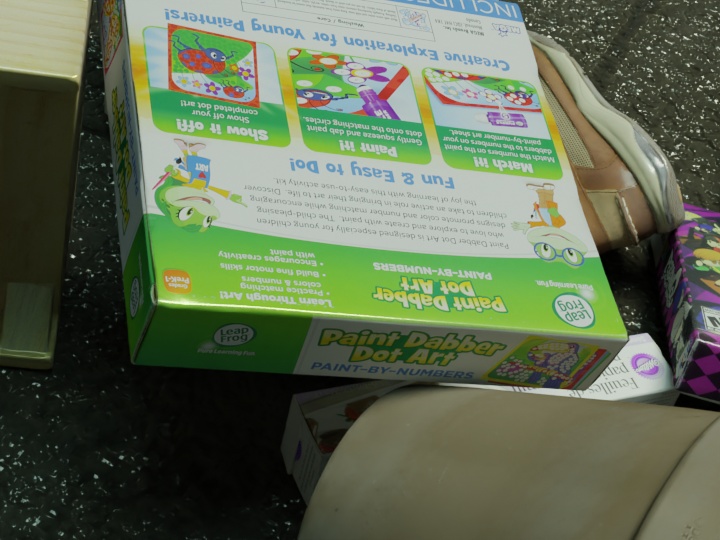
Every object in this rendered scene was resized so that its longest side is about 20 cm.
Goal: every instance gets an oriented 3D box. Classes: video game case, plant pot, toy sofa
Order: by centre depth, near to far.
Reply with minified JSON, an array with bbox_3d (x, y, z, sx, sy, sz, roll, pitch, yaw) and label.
[{"bbox_3d":[0.074,0.126,0.593,0.173,0.200,0.200,19,39,27],"label":"plant pot"},{"bbox_3d":[-0.168,-0.053,0.683,0.083,0.200,0.098,6,49,-10],"label":"toy sofa"},{"bbox_3d":[0.258,0.035,0.811,0.200,0.036,0.181,16,25,0],"label":"video game case"}]

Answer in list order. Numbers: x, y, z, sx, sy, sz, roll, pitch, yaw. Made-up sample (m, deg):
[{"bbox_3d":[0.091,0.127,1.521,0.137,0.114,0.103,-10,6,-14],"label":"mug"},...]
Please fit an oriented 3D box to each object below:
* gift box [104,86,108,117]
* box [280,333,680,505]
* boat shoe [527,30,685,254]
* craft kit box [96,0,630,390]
[{"bbox_3d":[-0.033,-0.135,0.823,0.184,0.187,0.200,-2,18,-21],"label":"gift box"},{"bbox_3d":[0.060,0.070,0.741,0.200,0.041,0.039,-9,48,-24],"label":"box"},{"bbox_3d":[0.108,-0.075,0.885,0.072,0.076,0.200,-32,37,-2],"label":"boat shoe"},{"bbox_3d":[-0.005,-0.046,0.649,0.200,0.049,0.198,5,48,-22],"label":"craft kit box"}]
